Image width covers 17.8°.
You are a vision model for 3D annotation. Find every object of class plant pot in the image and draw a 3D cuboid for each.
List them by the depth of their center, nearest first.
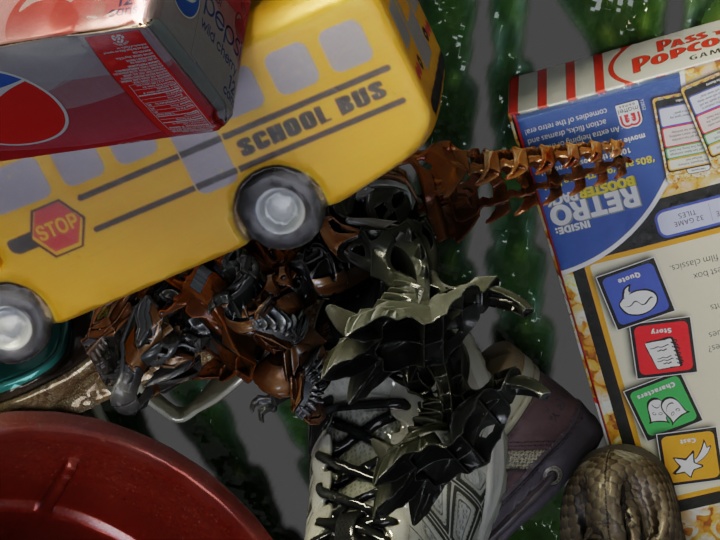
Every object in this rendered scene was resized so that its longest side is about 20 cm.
[{"bbox_3d":[-0.143,0.192,0.906,0.200,0.201,0.195,31,135,-9],"label":"plant pot"}]

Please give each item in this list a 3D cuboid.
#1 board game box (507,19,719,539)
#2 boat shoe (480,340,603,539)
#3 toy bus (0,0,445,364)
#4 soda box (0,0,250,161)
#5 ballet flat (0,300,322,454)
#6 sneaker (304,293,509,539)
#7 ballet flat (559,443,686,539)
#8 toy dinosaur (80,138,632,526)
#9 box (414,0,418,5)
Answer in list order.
[{"bbox_3d":[0.155,0.004,0.893,0.150,0.046,0.201,-14,111,10],"label":"board game box"},{"bbox_3d":[0.025,0.123,0.941,0.065,0.072,0.201,33,106,-4],"label":"boat shoe"},{"bbox_3d":[-0.069,-0.039,0.794,0.199,0.065,0.079,-22,111,14],"label":"toy bus"},{"bbox_3d":[-0.137,-0.077,0.752,0.198,0.071,0.063,-5,149,22],"label":"soda box"},{"bbox_3d":[-0.101,0.041,0.918,0.199,0.071,0.066,-25,112,16],"label":"ballet flat"},{"bbox_3d":[0.011,0.097,0.855,0.075,0.088,0.202,-9,84,22],"label":"sneaker"},{"bbox_3d":[0.116,0.166,0.909,0.067,0.046,0.202,-8,108,13],"label":"ballet flat"},{"bbox_3d":[0.000,0.000,0.824,0.200,0.136,0.102,-40,136,10],"label":"toy dinosaur"},{"bbox_3d":[-0.056,-0.167,0.799,0.199,0.049,0.162,22,111,-4],"label":"box"}]
